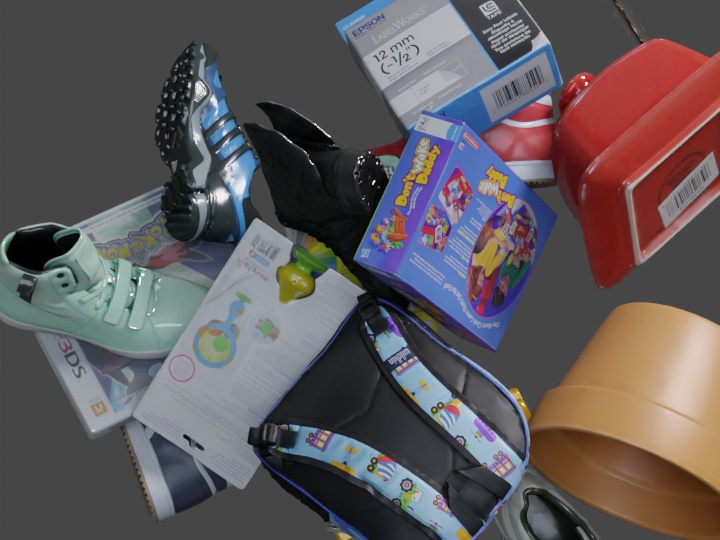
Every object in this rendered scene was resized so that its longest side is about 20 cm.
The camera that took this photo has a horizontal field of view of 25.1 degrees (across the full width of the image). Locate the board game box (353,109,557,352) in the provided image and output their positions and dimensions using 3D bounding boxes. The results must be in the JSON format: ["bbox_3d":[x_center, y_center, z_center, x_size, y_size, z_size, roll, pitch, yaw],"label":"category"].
[{"bbox_3d":[0.084,-0.029,1.356,0.044,0.200,0.136,20,81,34],"label":"board game box"}]

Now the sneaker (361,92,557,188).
[{"bbox_3d":[0.080,-0.129,1.450,0.197,0.071,0.114,-1,88,-6],"label":"sneaker"}]

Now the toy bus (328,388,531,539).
[{"bbox_3d":[0.062,0.173,1.417,0.198,0.078,0.066,-26,84,0],"label":"toy bus"}]

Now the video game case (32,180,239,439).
[{"bbox_3d":[-0.189,0.027,1.423,0.199,0.023,0.183,-26,73,-21],"label":"video game case"}]

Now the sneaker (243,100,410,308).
[{"bbox_3d":[-0.023,-0.049,1.341,0.103,0.201,0.060,8,47,29],"label":"sneaker"}]

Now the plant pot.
[{"bbox_3d":[0.250,0.121,1.368,0.198,0.200,0.141,23,70,4],"label":"plant pot"}]

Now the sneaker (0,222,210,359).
[{"bbox_3d":[-0.208,0.015,1.347,0.198,0.118,0.075,6,63,-8],"label":"sneaker"}]

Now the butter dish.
[{"bbox_3d":[0.232,-0.118,1.403,0.200,0.200,0.148,-41,58,-10],"label":"butter dish"}]

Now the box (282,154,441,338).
[{"bbox_3d":[0.000,0.000,1.413,0.116,0.048,0.202,-10,110,4],"label":"box"}]

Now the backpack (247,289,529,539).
[{"bbox_3d":[0.039,0.145,1.310,0.199,0.135,0.183,34,77,23],"label":"backpack"}]

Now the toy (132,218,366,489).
[{"bbox_3d":[-0.091,0.069,1.369,0.115,0.047,0.201,33,102,1],"label":"toy"}]

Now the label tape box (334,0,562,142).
[{"bbox_3d":[0.067,-0.207,1.418,0.142,0.066,0.201,-31,56,1],"label":"label tape box"}]

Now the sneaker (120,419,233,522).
[{"bbox_3d":[-0.165,0.112,1.439,0.107,0.070,0.202,-18,75,-10],"label":"sneaker"}]

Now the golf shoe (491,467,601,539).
[{"bbox_3d":[0.185,0.256,1.370,0.078,0.097,0.200,-44,89,-9],"label":"golf shoe"}]

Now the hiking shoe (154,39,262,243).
[{"bbox_3d":[-0.134,-0.111,1.459,0.086,0.074,0.202,13,62,-32],"label":"hiking shoe"}]
